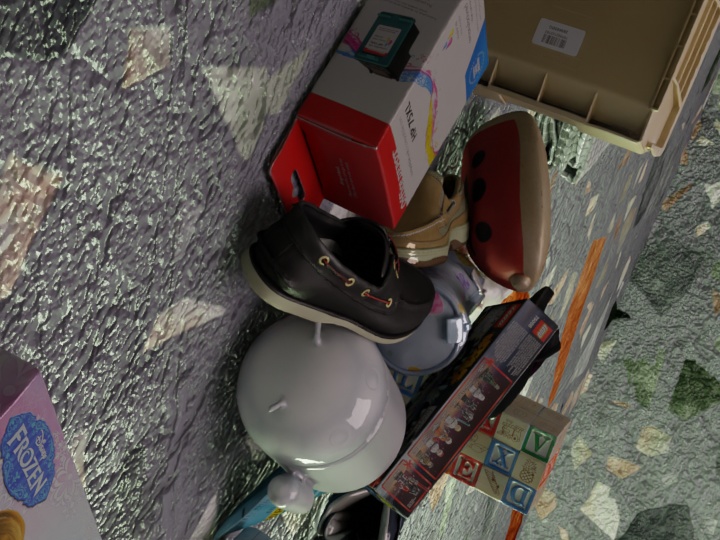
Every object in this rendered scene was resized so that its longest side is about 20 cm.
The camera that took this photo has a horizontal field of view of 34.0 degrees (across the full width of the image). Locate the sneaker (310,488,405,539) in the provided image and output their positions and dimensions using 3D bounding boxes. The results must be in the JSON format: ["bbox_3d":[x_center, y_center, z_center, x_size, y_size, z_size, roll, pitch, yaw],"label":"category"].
[{"bbox_3d":[-0.018,0.273,1.124,0.204,0.076,0.146,-59,170,13],"label":"sneaker"}]

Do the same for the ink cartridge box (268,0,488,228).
[{"bbox_3d":[0.018,-0.115,0.842,0.202,0.067,0.116,-60,160,-18],"label":"ink cartridge box"}]

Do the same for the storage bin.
[{"bbox_3d":[0.194,-0.220,0.999,0.201,0.198,0.094,-66,160,-1],"label":"storage bin"}]

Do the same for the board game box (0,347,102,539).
[{"bbox_3d":[-0.212,0.170,0.575,0.200,0.041,0.201,-55,158,-34],"label":"board game box"}]

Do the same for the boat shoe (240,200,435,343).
[{"bbox_3d":[0.001,0.002,0.836,0.063,0.074,0.200,-42,149,20],"label":"boat shoe"}]

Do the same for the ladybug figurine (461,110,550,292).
[{"bbox_3d":[0.137,-0.067,1.135,0.137,0.071,0.202,98,-7,-50],"label":"ladybug figurine"}]

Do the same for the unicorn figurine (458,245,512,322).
[{"bbox_3d":[0.121,0.029,1.273,0.137,0.073,0.202,-22,138,-51],"label":"unicorn figurine"}]

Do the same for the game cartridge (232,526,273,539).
[{"bbox_3d":[-0.127,0.308,0.955,0.133,0.041,0.202,-44,155,-57],"label":"game cartridge"}]

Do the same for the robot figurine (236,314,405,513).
[{"bbox_3d":[-0.028,0.102,0.891,0.200,0.111,0.172,66,38,-66],"label":"robot figurine"}]

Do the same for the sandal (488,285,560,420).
[{"bbox_3d":[0.152,0.082,1.093,0.075,0.048,0.201,-47,-175,33],"label":"sandal"}]

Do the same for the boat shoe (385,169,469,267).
[{"bbox_3d":[0.050,-0.051,1.027,0.200,0.071,0.077,-35,131,-71],"label":"boat shoe"}]

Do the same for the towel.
[{"bbox_3d":[0.277,-0.229,1.410,0.166,0.085,0.202,-43,151,-47],"label":"towel"}]

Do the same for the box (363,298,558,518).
[{"bbox_3d":[0.075,0.114,1.003,0.201,0.040,0.137,-50,-176,-10],"label":"box"}]

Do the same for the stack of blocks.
[{"bbox_3d":[0.101,0.136,1.152,0.058,0.198,0.117,-24,135,-63],"label":"stack of blocks"}]

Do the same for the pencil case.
[{"bbox_3d":[0.060,0.031,1.037,0.200,0.090,0.084,-41,146,-76],"label":"pencil case"}]

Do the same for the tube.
[{"bbox_3d":[-0.053,0.180,1.013,0.078,0.050,0.199,-47,167,21],"label":"tube"}]
